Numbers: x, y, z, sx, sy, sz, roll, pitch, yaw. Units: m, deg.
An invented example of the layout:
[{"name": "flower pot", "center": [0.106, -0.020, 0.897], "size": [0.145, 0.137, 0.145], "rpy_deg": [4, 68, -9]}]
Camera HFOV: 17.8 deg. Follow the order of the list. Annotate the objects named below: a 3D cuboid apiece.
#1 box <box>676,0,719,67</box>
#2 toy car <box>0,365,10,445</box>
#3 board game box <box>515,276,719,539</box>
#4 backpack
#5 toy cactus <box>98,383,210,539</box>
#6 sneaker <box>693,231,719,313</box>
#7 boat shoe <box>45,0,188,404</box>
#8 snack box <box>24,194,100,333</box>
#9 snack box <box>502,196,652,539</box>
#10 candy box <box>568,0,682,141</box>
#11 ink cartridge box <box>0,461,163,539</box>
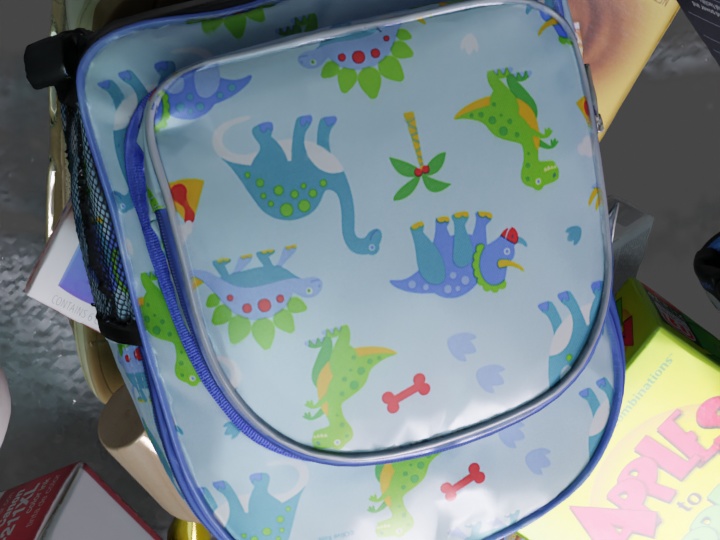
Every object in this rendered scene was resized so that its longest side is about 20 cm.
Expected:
[{"name": "box", "center": [0.214, -0.097, 0.834], "size": [0.148, 0.104, 0.200], "rpy_deg": [-39, 116, -4]}, {"name": "toy car", "center": [-0.207, -0.010, 0.866], "size": [0.174, 0.200, 0.151], "rpy_deg": [24, 102, -19]}, {"name": "board game box", "center": [0.156, 0.101, 0.927], "size": [0.200, 0.048, 0.102], "rpy_deg": [33, 106, -21]}, {"name": "backpack", "center": [0.000, 0.000, 0.774], "size": [0.182, 0.147, 0.201], "rpy_deg": [-15, 100, -9]}, {"name": "toy cactus", "center": [-0.035, 0.089, 0.934], "size": [0.102, 0.200, 0.165], "rpy_deg": [-53, 131, -3]}, {"name": "sneaker", "center": [0.166, 0.045, 0.973], "size": [0.112, 0.073, 0.200], "rpy_deg": [35, 107, -16]}, {"name": "boat shoe", "center": [-0.096, -0.037, 0.926], "size": [0.073, 0.063, 0.202], "rpy_deg": [-22, 132, -26]}, {"name": "snack box", "center": [-0.021, 0.021, 0.859], "size": [0.199, 0.024, 0.072], "rpy_deg": [27, 91, -13]}, {"name": "snack box", "center": [0.072, 0.068, 0.975], "size": [0.024, 0.072, 0.201], "rpy_deg": [29, 124, 24]}, {"name": "candy box", "center": [0.023, -0.053, 0.889], "size": [0.116, 0.057, 0.201], "rpy_deg": [25, 105, -16]}, {"name": "ink cartridge box", "center": [-0.157, 0.181, 1.006], "size": [0.199, 0.083, 0.146], "rpy_deg": [-22, 122, 36]}]
